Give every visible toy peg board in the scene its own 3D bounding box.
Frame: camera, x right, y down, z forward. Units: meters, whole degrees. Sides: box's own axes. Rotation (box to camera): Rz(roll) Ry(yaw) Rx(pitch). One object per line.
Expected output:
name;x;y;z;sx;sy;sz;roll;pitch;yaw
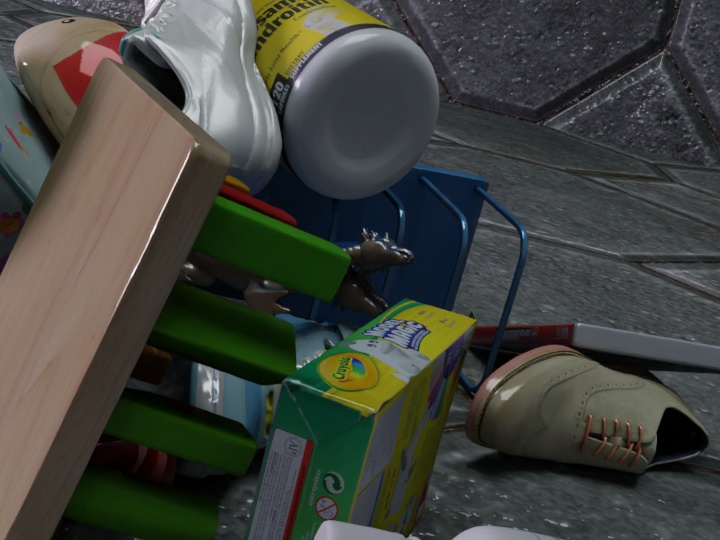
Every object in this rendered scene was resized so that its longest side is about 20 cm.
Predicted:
toy peg board;-0.104;0.024;0.580;0.097;0.201;0.199;24;8;-28

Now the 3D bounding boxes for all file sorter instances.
file sorter;0.000;0.000;0.860;0.199;0.139;0.123;9;19;-19

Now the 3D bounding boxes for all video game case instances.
video game case;0.180;0.058;0.905;0.142;0.018;0.200;10;-6;-15

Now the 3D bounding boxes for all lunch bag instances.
lunch bag;-0.247;-0.088;0.712;0.200;0.077;0.161;57;4;-33

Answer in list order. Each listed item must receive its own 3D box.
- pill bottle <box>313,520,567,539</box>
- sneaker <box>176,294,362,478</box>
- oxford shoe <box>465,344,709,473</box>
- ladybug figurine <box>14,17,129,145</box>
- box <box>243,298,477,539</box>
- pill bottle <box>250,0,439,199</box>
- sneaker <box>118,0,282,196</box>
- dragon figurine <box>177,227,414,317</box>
pill bottle;0.075;0.150;0.404;0.199;0.114;0.113;13;14;-5
sneaker;-0.033;0.067;0.686;0.130;0.080;0.200;12;15;-3
oxford shoe;0.152;0.094;0.778;0.199;0.071;0.074;1;22;-41
ladybug figurine;-0.145;-0.088;0.802;0.200;0.072;0.136;52;8;-2
box;0.006;0.084;0.580;0.048;0.118;0.200;19;15;17
pill bottle;-0.042;-0.135;0.818;0.112;0.113;0.200;3;24;-35
sneaker;-0.112;-0.136;0.743;0.088;0.075;0.201;13;41;-39
dragon figurine;-0.071;-0.010;0.698;0.199;0.059;0.099;12;6;9
